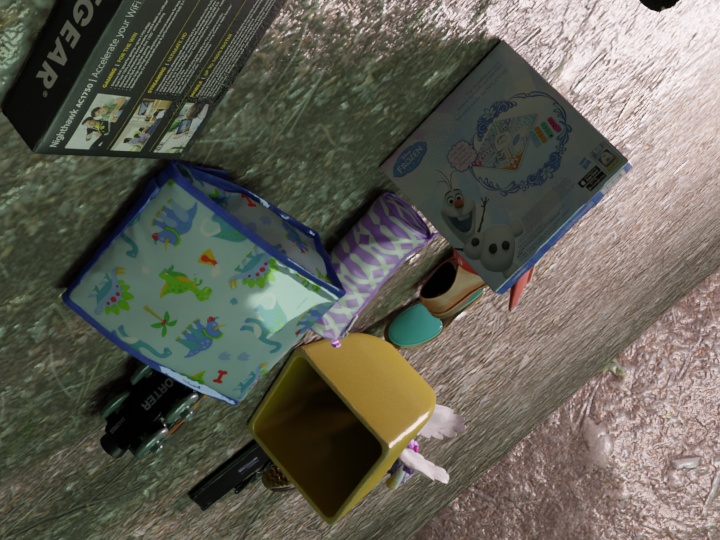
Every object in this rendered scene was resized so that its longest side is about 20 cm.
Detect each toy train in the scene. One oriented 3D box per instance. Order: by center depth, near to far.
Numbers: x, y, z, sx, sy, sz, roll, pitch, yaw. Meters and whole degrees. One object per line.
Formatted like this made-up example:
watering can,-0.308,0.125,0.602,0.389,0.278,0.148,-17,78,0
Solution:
toy train,-0.207,0.130,1.226,0.200,0.085,0.114,-46,172,8

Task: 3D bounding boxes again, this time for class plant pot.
plant pot,-0.006,0.207,1.595,0.200,0.196,0.194,-25,155,-49

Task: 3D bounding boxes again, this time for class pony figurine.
pony figurine,0.073,0.314,1.991,0.167,0.192,0.200,-69,-174,-48

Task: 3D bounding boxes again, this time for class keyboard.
keyboard,-0.177,0.308,1.731,0.200,0.021,0.127,-37,154,-10

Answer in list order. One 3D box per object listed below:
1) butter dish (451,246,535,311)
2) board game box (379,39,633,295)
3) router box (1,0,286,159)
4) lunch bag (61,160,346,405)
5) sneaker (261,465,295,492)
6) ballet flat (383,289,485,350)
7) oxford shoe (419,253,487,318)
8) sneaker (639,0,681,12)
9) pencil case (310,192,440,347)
butter dish,0.157,-0.080,1.374,0.200,0.147,0.200,87,14,-63
board game box,0.157,-0.113,1.205,0.200,0.199,0.043,-45,162,11
router box,-0.138,-0.168,0.762,0.200,0.051,0.149,-52,156,25
lunch bag,-0.147,0.006,1.011,0.200,0.128,0.170,30,110,-38
sneaker,-0.080,0.320,1.850,0.200,0.075,0.090,-31,153,-24
ballet flat,0.110,0.068,1.716,0.200,0.068,0.072,-37,179,-24
oxford shoe,0.168,-0.012,1.634,0.200,0.071,0.071,-46,146,1
sneaker,0.402,-0.397,1.281,0.200,0.077,0.089,-49,172,35
pencil case,0.000,0.000,1.319,0.200,0.086,0.084,-50,160,21
